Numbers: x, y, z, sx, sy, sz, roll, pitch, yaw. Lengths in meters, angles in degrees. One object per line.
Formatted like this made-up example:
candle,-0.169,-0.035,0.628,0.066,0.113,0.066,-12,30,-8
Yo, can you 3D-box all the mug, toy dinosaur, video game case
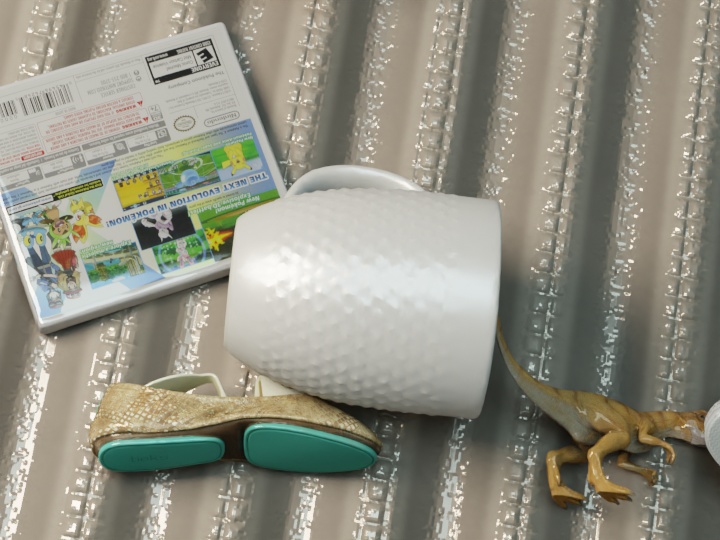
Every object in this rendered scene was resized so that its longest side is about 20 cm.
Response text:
mug,0.000,0.000,1.499,0.174,0.148,0.201,6,42,-2
toy dinosaur,0.154,0.104,1.523,0.199,0.060,0.107,21,63,-21
video game case,-0.161,-0.068,1.571,0.199,0.022,0.183,-18,73,-13

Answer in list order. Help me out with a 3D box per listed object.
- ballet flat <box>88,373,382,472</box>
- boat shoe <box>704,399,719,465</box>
ballet flat,-0.084,0.098,1.498,0.198,0.071,0.066,3,56,-9
boat shoe,0.318,0.157,1.518,0.072,0.062,0.200,-40,91,27
